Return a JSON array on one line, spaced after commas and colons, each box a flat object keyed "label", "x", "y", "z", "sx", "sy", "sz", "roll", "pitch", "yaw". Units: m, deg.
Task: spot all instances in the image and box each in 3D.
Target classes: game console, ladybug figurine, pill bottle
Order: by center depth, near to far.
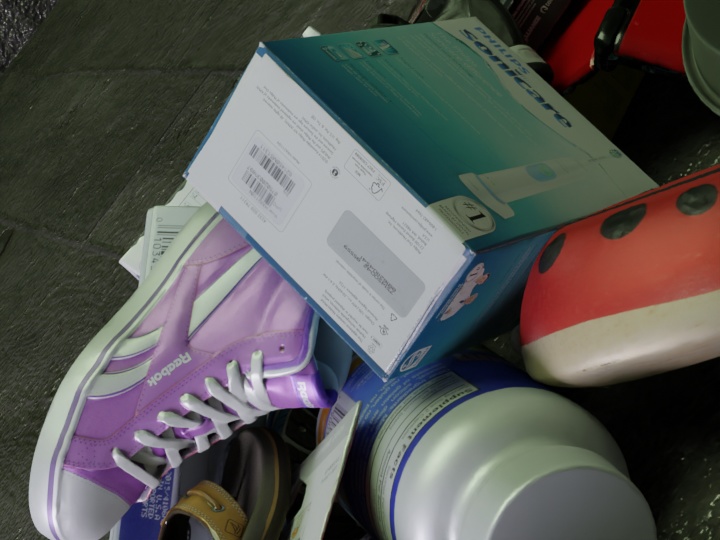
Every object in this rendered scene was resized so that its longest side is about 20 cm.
[{"label": "ladybug figurine", "x": 0.153, "y": -0.005, "z": 0.842, "sx": 0.200, "sy": 0.072, "sz": 0.136, "roll": -21, "pitch": 4, "yaw": 22}, {"label": "pill bottle", "x": 0.058, "y": 0.100, "z": 0.883, "sx": 0.112, "sy": 0.112, "sz": 0.200, "roll": -52, "pitch": 22, "yaw": -3}, {"label": "game console", "x": 0.197, "y": -0.160, "z": 1.085, "sx": 0.119, "sy": 0.172, "sz": 0.200, "roll": 82, "pitch": -149, "yaw": -58}]

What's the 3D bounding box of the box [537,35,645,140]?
[{"label": "box", "x": 0.103, "y": -0.063, "z": 1.142, "sx": 0.075, "sy": 0.050, "sz": 0.200, "roll": -15, "pitch": 39, "yaw": 58}]

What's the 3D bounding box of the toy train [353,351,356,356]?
[{"label": "toy train", "x": 0.000, "y": 0.000, "z": 1.064, "sx": 0.084, "sy": 0.116, "sz": 0.200, "roll": -22, "pitch": 40, "yaw": -16}]

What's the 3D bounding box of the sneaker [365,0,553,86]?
[{"label": "sneaker", "x": 0.018, "y": -0.098, "z": 1.096, "sx": 0.200, "sy": 0.066, "sz": 0.091, "roll": -34, "pitch": 71, "yaw": 33}]

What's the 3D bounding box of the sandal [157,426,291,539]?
[{"label": "sandal", "x": -0.076, "y": 0.145, "z": 0.931, "sx": 0.200, "sy": 0.054, "sz": 0.082, "roll": -78, "pitch": 13, "yaw": -51}]

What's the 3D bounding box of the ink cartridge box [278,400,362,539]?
[{"label": "ink cartridge box", "x": -0.034, "y": 0.178, "z": 0.920, "sx": 0.200, "sy": 0.045, "sz": 0.177, "roll": 127, "pitch": 164, "yaw": -62}]

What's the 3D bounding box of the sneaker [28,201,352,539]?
[{"label": "sneaker", "x": -0.076, "y": 0.062, "z": 0.930, "sx": 0.114, "sy": 0.073, "sz": 0.201, "roll": 28, "pitch": 83, "yaw": 33}]

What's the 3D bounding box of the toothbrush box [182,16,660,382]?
[{"label": "toothbrush box", "x": 0.036, "y": -0.043, "z": 0.930, "sx": 0.200, "sy": 0.146, "sz": 0.085, "roll": -19, "pitch": -31, "yaw": -54}]

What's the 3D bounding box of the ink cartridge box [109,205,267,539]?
[{"label": "ink cartridge box", "x": -0.082, "y": 0.085, "z": 1.082, "sx": 0.040, "sy": 0.200, "sz": 0.200, "roll": 1, "pitch": 75, "yaw": 14}]

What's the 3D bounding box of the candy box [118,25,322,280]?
[{"label": "candy box", "x": -0.055, "y": -0.045, "z": 1.291, "sx": 0.200, "sy": 0.071, "sz": 0.168, "roll": -52, "pitch": -16, "yaw": -3}]

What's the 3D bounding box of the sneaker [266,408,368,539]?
[{"label": "sneaker", "x": -0.018, "y": 0.104, "z": 1.116, "sx": 0.200, "sy": 0.078, "sz": 0.090, "roll": -82, "pitch": 16, "yaw": -54}]

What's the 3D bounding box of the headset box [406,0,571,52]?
[{"label": "headset box", "x": 0.085, "y": -0.176, "z": 1.179, "sx": 0.149, "sy": 0.075, "sz": 0.200, "roll": -57, "pitch": 5, "yaw": 24}]

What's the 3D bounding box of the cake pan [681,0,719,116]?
[{"label": "cake pan", "x": 0.246, "y": -0.151, "z": 0.933, "sx": 0.200, "sy": 0.037, "sz": 0.201, "roll": -22, "pitch": 41, "yaw": 20}]
